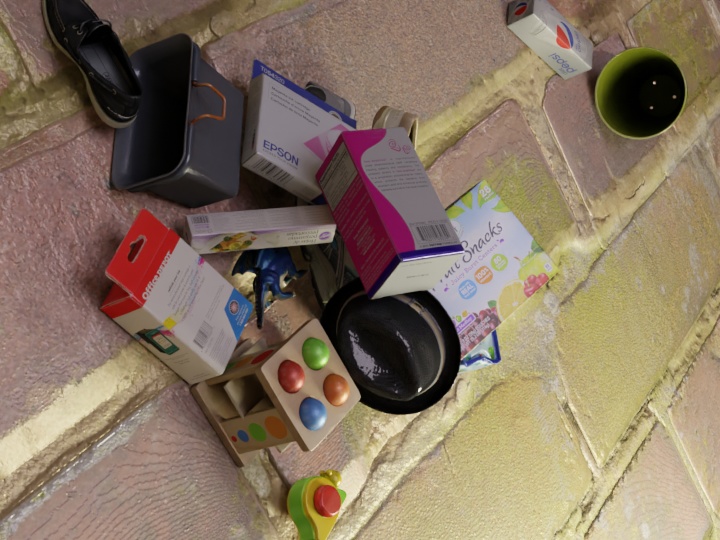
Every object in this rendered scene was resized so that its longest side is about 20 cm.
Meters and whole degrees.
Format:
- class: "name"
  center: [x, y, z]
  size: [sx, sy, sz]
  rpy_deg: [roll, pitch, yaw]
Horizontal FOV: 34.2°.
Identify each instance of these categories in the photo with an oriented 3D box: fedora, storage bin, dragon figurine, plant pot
- class: "fedora"
  center: [0.031, 0.105, 1.523]
  size: [0.201, 0.200, 0.092]
  rpy_deg: [66, 15, -5]
- class: "storage bin"
  center: [-0.217, -0.183, 1.506]
  size: [0.134, 0.145, 0.201]
  rpy_deg: [27, 56, -51]
- class: "dragon figurine"
  center: [-0.132, -0.004, 1.578]
  size: [0.099, 0.059, 0.200]
  rpy_deg: [51, 40, -19]
- class: "plant pot"
  center: [0.610, -0.371, 2.464]
  size: [0.200, 0.187, 0.188]
  rpy_deg: [-13, 86, -64]

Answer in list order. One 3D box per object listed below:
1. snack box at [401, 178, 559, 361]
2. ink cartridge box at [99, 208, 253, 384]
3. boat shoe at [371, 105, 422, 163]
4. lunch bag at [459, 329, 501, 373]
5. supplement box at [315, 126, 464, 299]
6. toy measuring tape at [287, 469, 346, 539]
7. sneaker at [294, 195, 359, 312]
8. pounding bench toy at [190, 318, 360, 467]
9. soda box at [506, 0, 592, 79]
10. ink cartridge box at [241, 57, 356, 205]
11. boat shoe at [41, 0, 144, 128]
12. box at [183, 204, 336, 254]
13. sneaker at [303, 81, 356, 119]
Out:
- class: "snack box"
  center: [0.144, 0.002, 1.610]
  size: [0.200, 0.068, 0.169]
  rpy_deg: [-39, 91, -18]
- class: "ink cartridge box"
  center: [-0.237, 0.033, 1.444]
  size: [0.200, 0.067, 0.116]
  rpy_deg: [45, 46, -27]
- class: "boat shoe"
  center: [0.057, -0.144, 1.712]
  size: [0.072, 0.065, 0.200]
  rpy_deg: [-50, 147, -47]
- class: "lunch bag"
  center: [0.095, 0.059, 1.722]
  size: [0.127, 0.170, 0.201]
  rpy_deg: [3, 74, -50]
- class: "supplement box"
  center: [0.034, -0.077, 1.511]
  size: [0.101, 0.103, 0.200]
  rpy_deg: [-8, 63, -31]
- class: "toy measuring tape"
  center: [-0.077, 0.329, 1.509]
  size: [0.074, 0.073, 0.200]
  rpy_deg: [52, 44, -20]
- class: "sneaker"
  center: [-0.039, -0.035, 1.638]
  size: [0.086, 0.078, 0.200]
  rpy_deg: [-14, 68, -8]
- class: "pounding bench toy"
  center: [-0.082, 0.136, 1.508]
  size: [0.200, 0.156, 0.124]
  rpy_deg: [-43, 108, -47]
- class: "soda box"
  center: [0.375, -0.462, 2.302]
  size: [0.200, 0.068, 0.064]
  rpy_deg: [33, 54, -36]
- class: "ink cartridge box"
  center: [-0.070, -0.186, 1.621]
  size: [0.196, 0.043, 0.200]
  rpy_deg: [27, 49, -32]
- class: "boat shoe"
  center: [-0.326, -0.277, 1.446]
  size: [0.074, 0.066, 0.200]
  rpy_deg: [-17, 78, -40]
- class: "box"
  center: [-0.132, -0.054, 1.540]
  size: [0.199, 0.039, 0.042]
  rpy_deg: [-6, 51, -21]
- class: "sneaker"
  center: [-0.074, -0.199, 1.717]
  size: [0.115, 0.075, 0.200]
  rpy_deg: [33, 43, -29]
